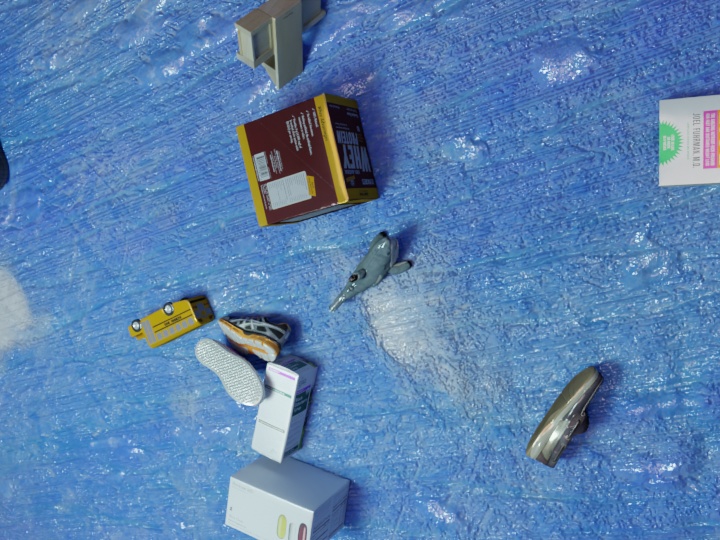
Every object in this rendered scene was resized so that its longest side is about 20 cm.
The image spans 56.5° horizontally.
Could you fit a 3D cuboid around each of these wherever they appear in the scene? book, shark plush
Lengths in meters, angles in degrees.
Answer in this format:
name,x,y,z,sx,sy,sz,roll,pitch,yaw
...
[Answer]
name,x,y,z,sx,sy,sz,roll,pitch,yaw
book,0.557,-0.197,1.005,0.199,0.048,0.134,0,93,28
shark plush,0.000,0.000,1.278,0.200,0.083,0.091,-34,82,26

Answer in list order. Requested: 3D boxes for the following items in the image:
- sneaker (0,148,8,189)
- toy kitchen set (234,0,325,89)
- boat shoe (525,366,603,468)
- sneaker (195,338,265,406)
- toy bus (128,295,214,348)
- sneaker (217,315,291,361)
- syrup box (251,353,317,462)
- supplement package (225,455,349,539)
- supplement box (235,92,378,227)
name,x,y,z,sx,sy,sz,roll,pitch,yaw
sneaker,-0.967,-0.288,1.719,0.082,0.074,0.201,-21,81,29
toy kitchen set,-0.193,-0.469,1.273,0.180,0.200,0.163,35,152,18
boat shoe,0.360,0.254,1.150,0.065,0.072,0.200,32,107,6
sneaker,-0.249,0.215,1.413,0.200,0.114,0.073,40,90,30
toy bus,-0.431,0.117,1.516,0.199,0.065,0.079,-25,88,26
sneaker,-0.225,0.131,1.417,0.199,0.077,0.078,16,142,39
syrup box,-0.158,0.285,1.398,0.081,0.079,0.201,19,105,23
supplement package,-0.149,0.476,1.377,0.199,0.156,0.111,13,102,24
supplement box,-0.099,-0.204,1.270,0.199,0.133,0.198,-13,91,27
